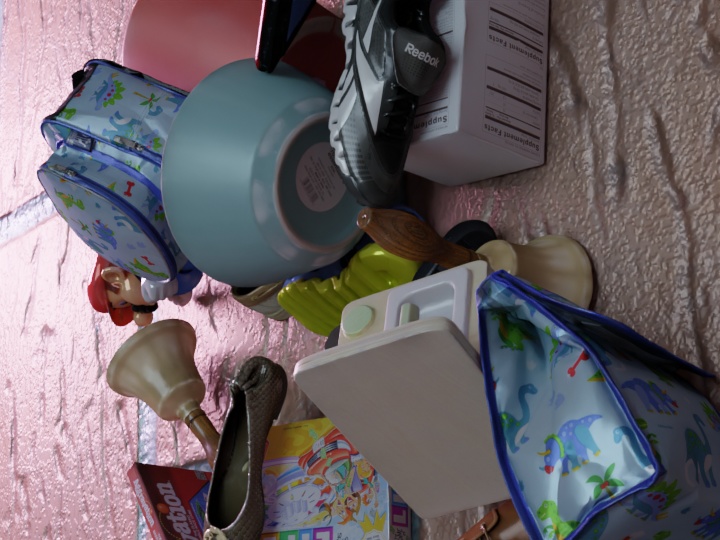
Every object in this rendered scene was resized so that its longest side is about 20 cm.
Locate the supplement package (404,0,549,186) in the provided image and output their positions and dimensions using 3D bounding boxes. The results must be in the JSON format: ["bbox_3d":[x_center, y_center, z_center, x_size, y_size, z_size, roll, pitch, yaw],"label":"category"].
[{"bbox_3d":[0.085,-0.188,1.222,0.113,0.109,0.202,-10,71,47],"label":"supplement package"}]

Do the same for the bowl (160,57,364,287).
[{"bbox_3d":[-0.060,-0.078,1.225,0.105,0.200,0.203,13,88,48],"label":"bowl"}]

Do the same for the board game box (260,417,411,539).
[{"bbox_3d":[-0.043,0.204,1.288,0.199,0.034,0.136,-14,69,36],"label":"board game box"}]

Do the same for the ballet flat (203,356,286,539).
[{"bbox_3d":[-0.111,0.176,1.288,0.067,0.046,0.202,8,82,39],"label":"ballet flat"}]

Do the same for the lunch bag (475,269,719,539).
[{"bbox_3d":[0.171,0.100,0.989,0.127,0.169,0.201,-42,49,21],"label":"lunch bag"}]

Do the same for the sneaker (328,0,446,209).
[{"bbox_3d":[0.025,-0.150,1.143,0.090,0.066,0.202,-16,65,48],"label":"sneaker"}]

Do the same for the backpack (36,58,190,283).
[{"bbox_3d":[-0.187,-0.078,1.335,0.199,0.183,0.148,19,64,22],"label":"backpack"}]

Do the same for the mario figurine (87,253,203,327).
[{"bbox_3d":[-0.194,0.018,1.475,0.199,0.123,0.107,-15,49,30],"label":"mario figurine"}]

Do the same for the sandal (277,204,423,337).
[{"bbox_3d":[0.000,0.000,1.304,0.199,0.079,0.087,-24,33,47],"label":"sandal"}]

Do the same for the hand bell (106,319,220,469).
[{"bbox_3d":[-0.161,0.154,1.427,0.200,0.104,0.104,50,116,31],"label":"hand bell"}]

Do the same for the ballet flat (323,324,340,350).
[{"bbox_3d":[0.046,0.096,1.240,0.199,0.046,0.068,22,81,44],"label":"ballet flat"}]

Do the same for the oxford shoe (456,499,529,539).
[{"bbox_3d":[0.108,0.218,1.107,0.200,0.071,0.072,-51,44,23],"label":"oxford shoe"}]

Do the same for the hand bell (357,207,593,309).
[{"bbox_3d":[0.077,-0.009,1.103,0.104,0.199,0.105,-25,54,41],"label":"hand bell"}]

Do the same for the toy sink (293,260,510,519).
[{"bbox_3d":[0.057,0.076,1.068,0.130,0.200,0.113,-20,41,26],"label":"toy sink"}]

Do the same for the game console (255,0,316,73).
[{"bbox_3d":[-0.003,-0.270,1.226,0.201,0.118,0.173,-68,-9,-54],"label":"game console"}]

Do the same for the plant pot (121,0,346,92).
[{"bbox_3d":[-0.103,-0.197,1.397,0.177,0.200,0.202,25,98,38],"label":"plant pot"}]

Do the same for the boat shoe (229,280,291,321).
[{"bbox_3d":[-0.054,-0.034,1.369,0.201,0.066,0.074,-56,44,21],"label":"boat shoe"}]

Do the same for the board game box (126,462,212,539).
[{"bbox_3d":[-0.147,0.265,1.359,0.020,0.102,0.201,-54,45,24],"label":"board game box"}]

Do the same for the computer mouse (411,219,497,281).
[{"bbox_3d":[0.047,0.041,1.209,0.200,0.059,0.034,-51,26,-3],"label":"computer mouse"}]
